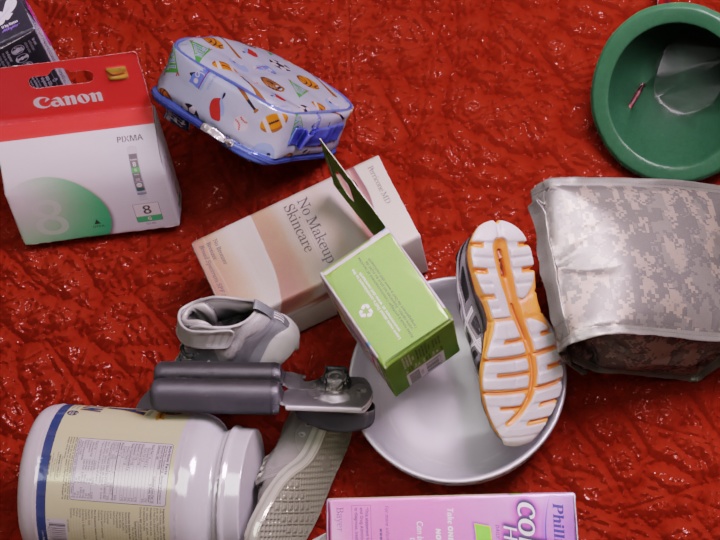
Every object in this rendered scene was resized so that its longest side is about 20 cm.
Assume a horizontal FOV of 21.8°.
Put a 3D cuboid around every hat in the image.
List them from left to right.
[{"bbox_3d":[0.328,-0.200,1.859,0.165,0.176,0.200,19,109,12],"label":"hat"}]

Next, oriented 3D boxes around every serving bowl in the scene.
[{"bbox_3d":[0.092,0.109,1.733,0.199,0.066,0.201,-3,68,6],"label":"serving bowl"}]

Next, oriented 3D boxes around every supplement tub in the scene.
[{"bbox_3d":[-0.195,0.197,1.688,0.199,0.145,0.145,3,68,8],"label":"supplement tub"}]

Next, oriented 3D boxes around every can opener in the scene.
[{"bbox_3d":[-0.086,0.119,1.670,0.199,0.067,0.053,1,33,1],"label":"can opener"}]

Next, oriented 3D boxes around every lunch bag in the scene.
[{"bbox_3d":[-0.100,-0.159,1.798,0.160,0.200,0.076,33,109,16],"label":"lunch bag"},{"bbox_3d":[0.242,0.006,1.694,0.200,0.118,0.164,6,64,-27],"label":"lunch bag"}]

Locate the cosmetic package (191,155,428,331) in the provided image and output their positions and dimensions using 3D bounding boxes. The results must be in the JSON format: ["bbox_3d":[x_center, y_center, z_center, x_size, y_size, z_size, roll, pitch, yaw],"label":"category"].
[{"bbox_3d":[-0.047,-0.013,1.788,0.200,0.087,0.104,-26,66,-4],"label":"cosmetic package"}]

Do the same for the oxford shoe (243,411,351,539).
[{"bbox_3d":[-0.066,0.190,1.692,0.058,0.075,0.200,2,39,24],"label":"oxford shoe"}]

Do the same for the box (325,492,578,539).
[{"bbox_3d":[0.072,0.238,1.549,0.199,0.176,0.097,-2,80,-1],"label":"box"}]

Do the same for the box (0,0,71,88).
[{"bbox_3d":[-0.368,-0.203,1.843,0.132,0.200,0.115,-26,66,-5],"label":"box"}]

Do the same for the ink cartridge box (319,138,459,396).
[{"bbox_3d":[0.000,0.000,1.659,0.076,0.148,0.200,-35,76,-4],"label":"ink cartridge box"}]

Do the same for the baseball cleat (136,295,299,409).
[{"bbox_3d":[-0.152,0.079,1.720,0.200,0.106,0.070,-33,38,24],"label":"baseball cleat"}]

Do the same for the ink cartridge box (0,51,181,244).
[{"bbox_3d":[-0.269,-0.114,1.797,0.160,0.200,0.050,-7,50,5],"label":"ink cartridge box"}]

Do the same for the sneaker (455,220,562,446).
[{"bbox_3d":[0.127,0.058,1.679,0.078,0.077,0.201,-4,84,-21],"label":"sneaker"}]

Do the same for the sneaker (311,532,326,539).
[{"bbox_3d":[-0.037,0.268,1.676,0.200,0.081,0.077,-29,69,-4],"label":"sneaker"}]
